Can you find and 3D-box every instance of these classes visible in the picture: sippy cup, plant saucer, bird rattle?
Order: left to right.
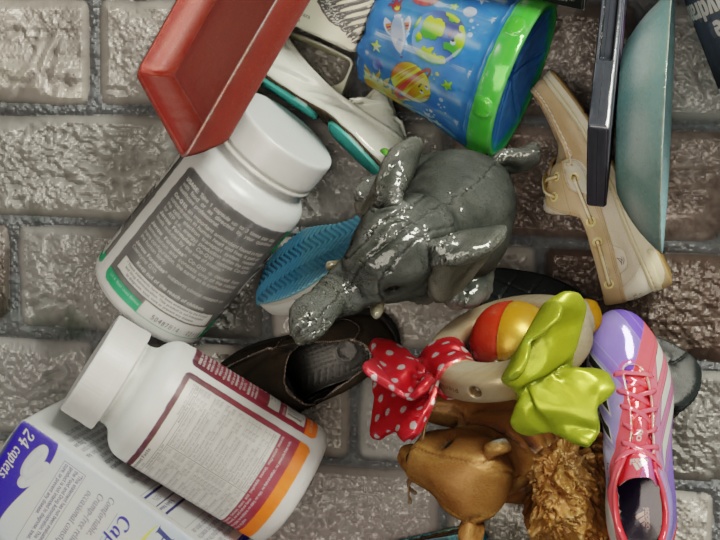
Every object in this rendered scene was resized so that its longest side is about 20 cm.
[{"bbox_3d":[-0.102,-0.204,1.475,0.037,0.200,0.200,24,106,-27],"label":"plant saucer"},{"bbox_3d":[0.071,-0.174,1.454,0.130,0.140,0.178,22,59,13],"label":"sippy cup"},{"bbox_3d":[0.103,0.073,1.396,0.200,0.163,0.113,-11,111,36],"label":"bird rattle"},{"bbox_3d":[0.217,-0.114,1.392,0.039,0.201,0.201,4,99,11],"label":"plant saucer"}]

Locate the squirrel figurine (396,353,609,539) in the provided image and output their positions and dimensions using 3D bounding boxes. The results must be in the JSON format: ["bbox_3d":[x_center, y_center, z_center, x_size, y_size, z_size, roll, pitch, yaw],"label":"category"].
[{"bbox_3d":[0.126,0.156,1.460,0.200,0.187,0.142,24,102,8],"label":"squirrel figurine"}]

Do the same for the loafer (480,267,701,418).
[{"bbox_3d":[0.178,0.068,1.495,0.200,0.072,0.073,31,64,10],"label":"loafer"}]

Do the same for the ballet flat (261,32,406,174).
[{"bbox_3d":[-0.015,-0.141,1.516,0.200,0.069,0.069,39,104,6],"label":"ballet flat"}]

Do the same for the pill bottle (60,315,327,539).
[{"bbox_3d":[-0.136,0.127,1.488,0.200,0.110,0.110,32,104,-7],"label":"pill bottle"}]

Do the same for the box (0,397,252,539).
[{"bbox_3d":[-0.198,0.203,1.542,0.200,0.184,0.105,34,103,6],"label":"box"}]

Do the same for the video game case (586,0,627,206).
[{"bbox_3d":[0.188,-0.167,1.377,0.019,0.143,0.200,4,70,8],"label":"video game case"}]

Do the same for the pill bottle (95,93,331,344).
[{"bbox_3d":[-0.121,-0.044,1.518,0.113,0.113,0.200,42,110,4],"label":"pill bottle"}]

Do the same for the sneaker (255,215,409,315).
[{"bbox_3d":[0.000,0.000,1.521,0.200,0.077,0.081,-20,132,30],"label":"sneaker"}]

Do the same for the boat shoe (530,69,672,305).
[{"bbox_3d":[0.180,-0.063,1.474,0.069,0.074,0.200,-27,92,9],"label":"boat shoe"}]

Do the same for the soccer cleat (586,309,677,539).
[{"bbox_3d":[0.212,0.128,1.404,0.067,0.076,0.200,-4,85,4],"label":"soccer cleat"}]

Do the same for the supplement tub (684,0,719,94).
[{"bbox_3d":[0.323,-0.203,1.387,0.140,0.140,0.200,-21,93,15],"label":"supplement tub"}]

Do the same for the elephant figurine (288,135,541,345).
[{"bbox_3d":[0.042,-0.024,1.342,0.141,0.200,0.155,6,95,15],"label":"elephant figurine"}]

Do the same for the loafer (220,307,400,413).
[{"bbox_3d":[-0.064,0.089,1.552,0.200,0.071,0.073,-28,91,15],"label":"loafer"}]

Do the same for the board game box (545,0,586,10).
[{"bbox_3d":[0.135,-0.306,1.420,0.135,0.028,0.200,14,69,10],"label":"board game box"}]

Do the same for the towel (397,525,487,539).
[{"bbox_3d":[0.064,0.328,1.586,0.146,0.022,0.200,-14,95,15],"label":"towel"}]

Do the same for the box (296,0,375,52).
[{"bbox_3d":[0.007,-0.283,1.482,0.082,0.068,0.200,24,103,9],"label":"box"}]
